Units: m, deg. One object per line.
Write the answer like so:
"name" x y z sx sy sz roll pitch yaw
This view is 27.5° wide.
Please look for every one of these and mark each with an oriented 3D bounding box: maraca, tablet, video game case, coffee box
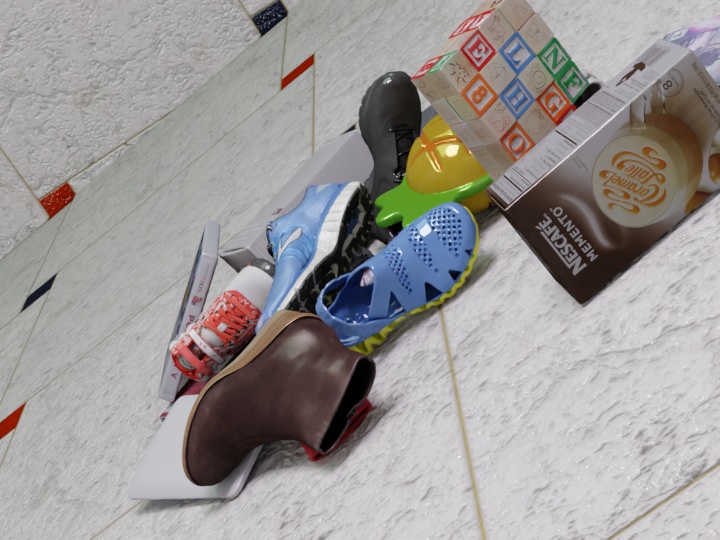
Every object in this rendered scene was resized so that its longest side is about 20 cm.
"maraca" 0.098 -0.104 1.529 0.200 0.108 0.137 -42 29 -24
"tablet" -0.160 0.178 1.513 0.199 0.014 0.131 -12 44 49
"video game case" 0.341 -0.207 1.426 0.199 0.019 0.143 -15 31 55
"video game case" -0.206 0.045 1.790 0.200 0.023 0.184 -107 35 -77
"coffee box" 0.219 -0.083 1.236 0.200 0.114 0.080 -41 18 4

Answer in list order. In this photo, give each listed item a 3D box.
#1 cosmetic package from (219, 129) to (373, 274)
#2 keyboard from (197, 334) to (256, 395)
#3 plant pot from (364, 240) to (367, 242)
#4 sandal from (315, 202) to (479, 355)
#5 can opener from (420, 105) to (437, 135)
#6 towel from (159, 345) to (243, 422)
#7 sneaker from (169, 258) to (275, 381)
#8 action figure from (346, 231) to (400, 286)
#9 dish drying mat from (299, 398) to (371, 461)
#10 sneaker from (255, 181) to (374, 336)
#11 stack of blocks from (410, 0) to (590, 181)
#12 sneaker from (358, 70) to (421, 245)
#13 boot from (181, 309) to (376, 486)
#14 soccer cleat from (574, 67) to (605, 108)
"cosmetic package" -0.059 -0.064 1.722 0.200 0.090 0.107 -51 16 -20
"keyboard" -0.109 0.085 1.606 0.200 0.040 0.104 -48 33 -20
"plant pot" -0.031 -0.047 1.807 0.199 0.028 0.200 -36 18 14
"sandal" 0.031 0.009 1.425 0.200 0.087 0.080 -44 62 11
"can opener" 0.077 -0.137 1.752 0.066 0.053 0.201 -33 19 25
"towel" -0.145 0.097 1.715 0.200 0.023 0.144 -51 19 -27
"sneaker" -0.144 0.062 1.599 0.108 0.067 0.201 -49 7 -28
"action figure" 0.000 0.000 1.571 0.130 0.070 0.200 -38 32 -12
"dish drying mat" -0.039 0.129 1.432 0.077 0.018 0.200 -43 19 -2
"sneaker" -0.060 -0.006 1.509 0.088 0.079 0.201 8 58 31
"stack of blocks" 0.156 -0.143 1.361 0.115 0.200 0.058 -47 17 -20
"sneaker" 0.045 -0.118 1.614 0.075 0.202 0.091 -11 26 -23
"boot" -0.080 0.136 1.363 0.201 0.072 0.166 -59 34 -1
"soccer cleat" 0.223 -0.179 1.520 0.086 0.070 0.201 -40 24 31
